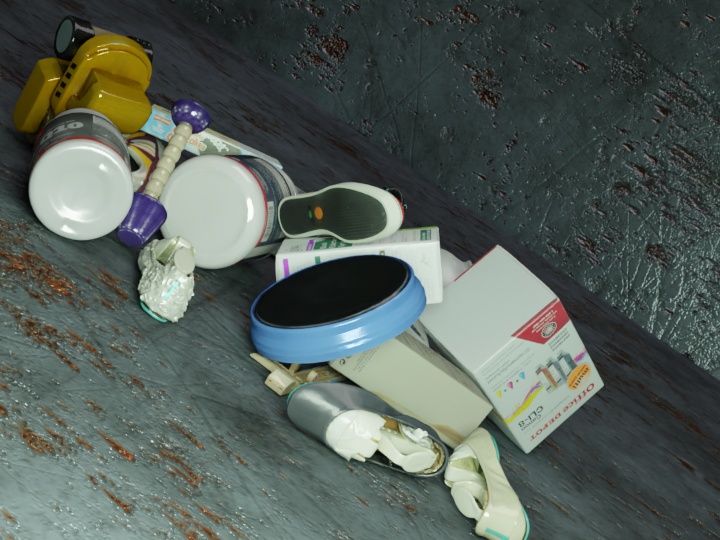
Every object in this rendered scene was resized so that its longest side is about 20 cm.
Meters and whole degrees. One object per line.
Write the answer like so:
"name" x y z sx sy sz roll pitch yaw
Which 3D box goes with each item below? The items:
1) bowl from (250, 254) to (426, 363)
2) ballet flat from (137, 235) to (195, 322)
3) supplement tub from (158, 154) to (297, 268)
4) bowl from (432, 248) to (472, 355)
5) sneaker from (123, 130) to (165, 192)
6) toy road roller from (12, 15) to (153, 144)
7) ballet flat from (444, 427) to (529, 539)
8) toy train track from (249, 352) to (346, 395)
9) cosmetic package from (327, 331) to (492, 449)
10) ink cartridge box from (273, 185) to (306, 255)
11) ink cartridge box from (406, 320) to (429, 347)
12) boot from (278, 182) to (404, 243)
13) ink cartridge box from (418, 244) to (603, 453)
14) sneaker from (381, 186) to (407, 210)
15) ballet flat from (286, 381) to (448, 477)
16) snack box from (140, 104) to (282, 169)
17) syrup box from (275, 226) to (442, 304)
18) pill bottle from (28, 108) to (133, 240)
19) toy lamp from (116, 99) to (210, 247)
"bowl" -0.027 0.037 1.451 0.201 0.199 0.040 -90 166 -67
"ballet flat" -0.205 -0.001 1.449 0.072 0.072 0.200 28 11 -17
"supplement tub" -0.164 -0.079 1.689 0.140 0.141 0.200 34 11 9
"bowl" 0.131 0.047 1.824 0.201 0.090 0.202 -24 90 -84
"sneaker" -0.313 -0.152 1.777 0.090 0.075 0.200 29 10 -39
"toy road roller" -0.343 -0.213 1.671 0.122 0.200 0.146 14 34 -38
"ballet flat" 0.123 0.223 1.390 0.069 0.070 0.200 28 13 -19
"toy train track" -0.051 0.111 1.462 0.114 0.033 0.200 35 11 16
"cosmetic package" 0.049 0.117 1.532 0.200 0.071 0.105 36 6 -21
"ink cartridge box" -0.078 -0.054 1.947 0.199 0.085 0.146 33 12 -2
"ink cartridge box" 0.068 0.092 1.710 0.176 0.045 0.200 45 10 -11
"boot" 0.013 -0.080 1.617 0.144 0.073 0.199 -13 10 -40
"ink cartridge box" 0.195 0.103 1.694 0.145 0.145 0.200 45 -7 46
"sneaker" 0.041 -0.078 1.930 0.078 0.090 0.200 33 11 -3
"ballet flat" 0.016 0.166 1.324 0.199 0.073 0.073 26 12 -36
"snack box" -0.208 -0.175 1.838 0.199 0.037 0.116 24 6 -9
"syrup box" 0.000 0.000 1.607 0.199 0.082 0.079 -4 14 4
"pill bottle" -0.322 -0.118 1.510 0.114 0.114 0.200 27 12 -20
"toy lamp" -0.235 -0.115 1.557 0.058 0.201 0.058 14 -32 9
